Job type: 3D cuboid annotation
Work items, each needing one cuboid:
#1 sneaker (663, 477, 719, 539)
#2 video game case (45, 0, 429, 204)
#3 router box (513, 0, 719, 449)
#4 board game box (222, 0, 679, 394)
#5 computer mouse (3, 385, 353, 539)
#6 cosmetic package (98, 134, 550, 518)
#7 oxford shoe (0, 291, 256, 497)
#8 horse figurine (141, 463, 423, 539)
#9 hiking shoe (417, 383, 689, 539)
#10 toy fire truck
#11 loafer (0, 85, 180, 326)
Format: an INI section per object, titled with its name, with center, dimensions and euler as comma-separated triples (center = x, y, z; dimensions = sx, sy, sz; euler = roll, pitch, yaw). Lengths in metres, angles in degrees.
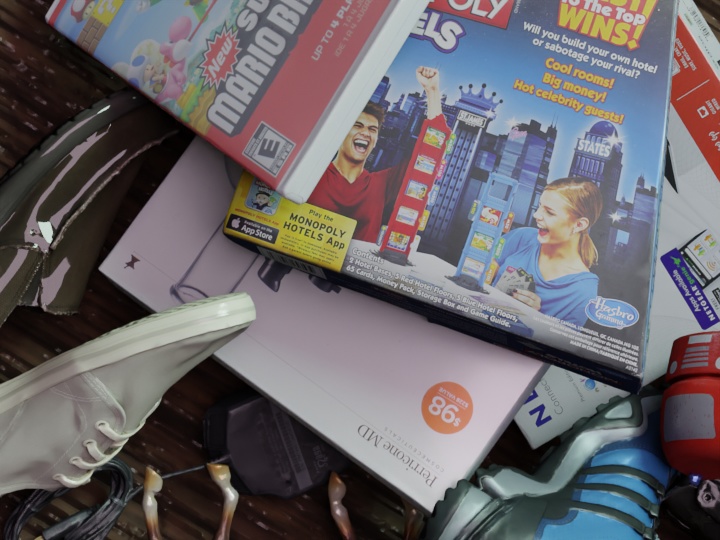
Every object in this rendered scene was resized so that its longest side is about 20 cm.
[sneaker]
center = 0.193, 0.133, 1.197
dimensions = 0.104, 0.060, 0.201
euler = 17, 72, -14
[video game case]
center = -0.052, -0.134, 1.067
dimensions = 0.017, 0.200, 0.144
euler = 27, 97, -48
[router box]
center = 0.111, -0.042, 1.153
dimensions = 0.179, 0.049, 0.201
euler = -33, 90, 21
[board game box]
center = 0.066, -0.073, 1.064
dimensions = 0.199, 0.062, 0.201
euler = 20, 82, 8
[computer mouse]
center = -0.081, 0.094, 1.143
dimensions = 0.199, 0.034, 0.059
euler = -20, 106, -13
[cosmetic package]
center = 0.000, 0.000, 1.114
dimensions = 0.199, 0.052, 0.151
euler = 35, 86, 8
[oxford shoe]
center = -0.126, 0.065, 1.071
dimensions = 0.199, 0.075, 0.058
euler = -28, 83, 20
[horse figurine]
center = -0.040, 0.162, 1.125
dimensions = 0.199, 0.050, 0.134
euler = 5, 93, -21
[hiking shoe]
center = 0.111, 0.122, 1.104
dimensions = 0.199, 0.075, 0.087
euler = -24, 62, -40
[toy fire truck]
center = 0.212, 0.127, 1.121
dimensions = 0.199, 0.049, 0.142
euler = 30, 65, -35
[loafer]
center = -0.155, -0.010, 1.119
dimensions = 0.200, 0.073, 0.071
euler = -44, 99, -9
